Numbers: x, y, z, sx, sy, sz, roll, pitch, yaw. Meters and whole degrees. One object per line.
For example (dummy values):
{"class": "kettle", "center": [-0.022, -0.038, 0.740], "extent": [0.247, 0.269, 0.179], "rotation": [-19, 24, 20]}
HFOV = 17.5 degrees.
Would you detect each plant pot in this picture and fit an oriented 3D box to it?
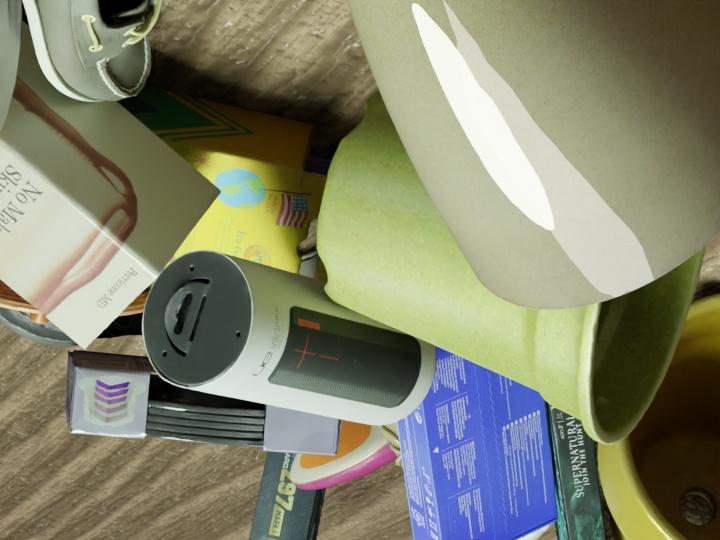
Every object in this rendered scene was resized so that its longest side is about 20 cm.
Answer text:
{"class": "plant pot", "center": [0.078, -0.115, 1.121], "extent": [0.187, 0.188, 0.200], "rotation": [-8, 137, 39]}
{"class": "plant pot", "center": [0.083, -0.021, 1.327], "extent": [0.184, 0.201, 0.200], "rotation": [15, 160, 21]}
{"class": "plant pot", "center": [0.249, 0.140, 1.578], "extent": [0.200, 0.201, 0.189], "rotation": [12, 156, -2]}

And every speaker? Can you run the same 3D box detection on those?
{"class": "speaker", "center": [-0.040, 0.042, 1.382], "extent": [0.081, 0.081, 0.200], "rotation": [-4, 168, 33]}

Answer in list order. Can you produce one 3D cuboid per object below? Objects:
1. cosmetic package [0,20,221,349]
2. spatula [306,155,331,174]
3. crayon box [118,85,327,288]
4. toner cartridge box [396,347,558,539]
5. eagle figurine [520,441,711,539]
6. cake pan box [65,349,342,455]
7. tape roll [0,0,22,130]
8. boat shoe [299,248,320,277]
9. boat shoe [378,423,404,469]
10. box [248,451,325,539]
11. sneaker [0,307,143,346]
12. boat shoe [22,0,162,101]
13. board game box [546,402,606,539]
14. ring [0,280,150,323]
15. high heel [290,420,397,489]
{"class": "cosmetic package", "center": [-0.195, -0.063, 1.348], "extent": [0.200, 0.087, 0.103], "rotation": [39, 135, -7]}
{"class": "spatula", "center": [-0.050, -0.033, 1.548], "extent": [0.056, 0.021, 0.200], "rotation": [10, 161, -10]}
{"class": "crayon box", "center": [-0.107, -0.044, 1.447], "extent": [0.199, 0.051, 0.127], "rotation": [14, 131, -2]}
{"class": "toner cartridge box", "center": [0.073, 0.094, 1.542], "extent": [0.043, 0.095, 0.200], "rotation": [36, 141, 50]}
{"class": "eagle figurine", "center": [0.202, 0.158, 1.762], "extent": [0.152, 0.151, 0.200], "rotation": [32, 163, -20]}
{"class": "cake pan box", "center": [-0.112, 0.090, 1.622], "extent": [0.184, 0.052, 0.200], "rotation": [4, 180, -9]}
{"class": "tape roll", "center": [-0.247, -0.131, 1.172], "extent": [0.071, 0.203, 0.202], "rotation": [2, 156, 19]}
{"class": "boat shoe", "center": [0.000, 0.000, 1.496], "extent": [0.057, 0.067, 0.200], "rotation": [9, 139, -23]}
{"class": "boat shoe", "center": [0.053, 0.109, 1.599], "extent": [0.072, 0.065, 0.200], "rotation": [-8, 153, 32]}
{"class": "box", "center": [-0.056, 0.189, 1.907], "extent": [0.051, 0.158, 0.200], "rotation": [10, 157, 1]}
{"class": "sneaker", "center": [-0.166, 0.013, 1.665], "extent": [0.199, 0.073, 0.082], "rotation": [6, 156, -14]}
{"class": "boat shoe", "center": [-0.142, -0.149, 1.249], "extent": [0.060, 0.072, 0.202], "rotation": [10, 154, 15]}
{"class": "board game box", "center": [0.149, 0.153, 1.628], "extent": [0.028, 0.135, 0.200], "rotation": [-9, 112, 0]}
{"class": "ring", "center": [-0.209, -0.011, 1.507], "extent": [0.200, 0.019, 0.200], "rotation": [12, -159, -5]}
{"class": "high heel", "center": [0.047, 0.116, 1.715], "extent": [0.200, 0.067, 0.096], "rotation": [-38, 133, 7]}
